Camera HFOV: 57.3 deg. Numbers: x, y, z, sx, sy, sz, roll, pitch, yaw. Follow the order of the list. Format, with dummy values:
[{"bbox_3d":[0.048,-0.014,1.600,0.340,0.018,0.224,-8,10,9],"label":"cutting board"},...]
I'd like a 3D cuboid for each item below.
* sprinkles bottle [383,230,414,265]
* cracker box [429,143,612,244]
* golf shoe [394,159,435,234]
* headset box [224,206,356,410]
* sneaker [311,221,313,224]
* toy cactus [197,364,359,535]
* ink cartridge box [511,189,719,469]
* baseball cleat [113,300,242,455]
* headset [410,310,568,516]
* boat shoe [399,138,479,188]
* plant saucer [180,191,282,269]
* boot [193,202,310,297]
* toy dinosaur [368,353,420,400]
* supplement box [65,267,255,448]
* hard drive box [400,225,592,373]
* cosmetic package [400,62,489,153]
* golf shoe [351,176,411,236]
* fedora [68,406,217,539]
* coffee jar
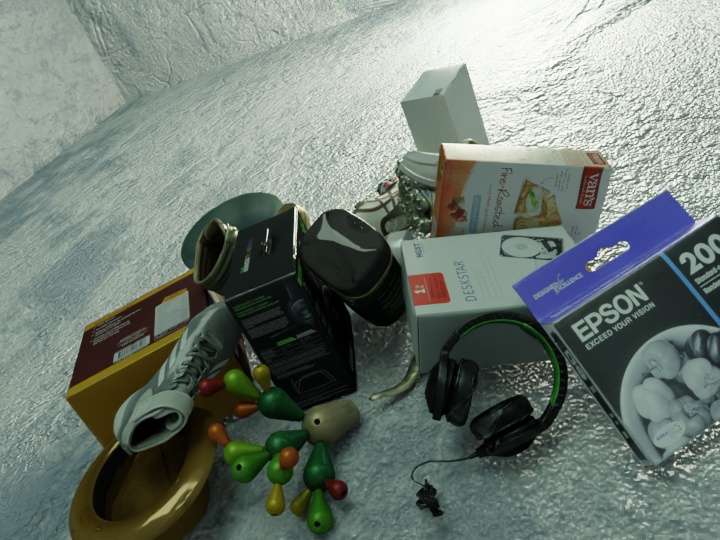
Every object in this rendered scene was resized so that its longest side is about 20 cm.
[{"bbox_3d":[-0.012,-0.006,0.990,0.198,0.069,0.069,-13,32,23],"label":"sprinkles bottle"},{"bbox_3d":[0.191,-0.079,0.809,0.197,0.135,0.058,2,32,-1],"label":"cracker box"},{"bbox_3d":[0.108,-0.116,0.991,0.096,0.079,0.201,-11,31,-6],"label":"golf shoe"},{"bbox_3d":[-0.087,0.042,0.837,0.092,0.201,0.175,-21,29,8],"label":"headset box"},{"bbox_3d":[-0.135,-0.017,1.107,0.198,0.077,0.111,-16,54,-39],"label":"sneaker"},{"bbox_3d":[-0.068,0.171,0.702,0.164,0.103,0.200,-16,47,-43],"label":"toy cactus"},{"bbox_3d":[0.275,0.039,0.603,0.197,0.043,0.201,-31,70,-8],"label":"ink cartridge box"},{"bbox_3d":[-0.191,0.122,0.741,0.201,0.070,0.106,-53,27,-14],"label":"baseball cleat"},{"bbox_3d":[0.112,0.132,0.619,0.201,0.123,0.094,-56,-10,-1],"label":"headset"},{"bbox_3d":[0.145,-0.148,0.905,0.198,0.070,0.071,17,34,27],"label":"boat shoe"},{"bbox_3d":[-0.210,-0.050,1.138,0.200,0.202,0.039,-32,67,-10],"label":"plant saucer"},{"bbox_3d":[-0.152,-0.038,0.944,0.071,0.154,0.202,-4,60,37],"label":"boot"},{"bbox_3d":[0.094,0.087,0.786,0.087,0.048,0.200,-4,38,45],"label":"toy dinosaur"},{"bbox_3d":[-0.268,0.125,0.906,0.196,0.134,0.200,-28,26,-4],"label":"supplement box"},{"bbox_3d":[0.151,0.028,0.737,0.197,0.078,0.157,-6,33,-1],"label":"hard drive box"},{"bbox_3d":[0.146,-0.211,1.055,0.080,0.201,0.113,-3,36,34],"label":"cosmetic package"},{"bbox_3d":[0.047,-0.090,1.072,0.087,0.078,0.200,8,44,34],"label":"golf shoe"},{"bbox_3d":[-0.228,0.246,0.743,0.198,0.082,0.201,-19,30,12],"label":"fedora"},{"bbox_3d":[0.000,0.000,0.822,0.104,0.200,0.086,35,85,21],"label":"coffee jar"}]
